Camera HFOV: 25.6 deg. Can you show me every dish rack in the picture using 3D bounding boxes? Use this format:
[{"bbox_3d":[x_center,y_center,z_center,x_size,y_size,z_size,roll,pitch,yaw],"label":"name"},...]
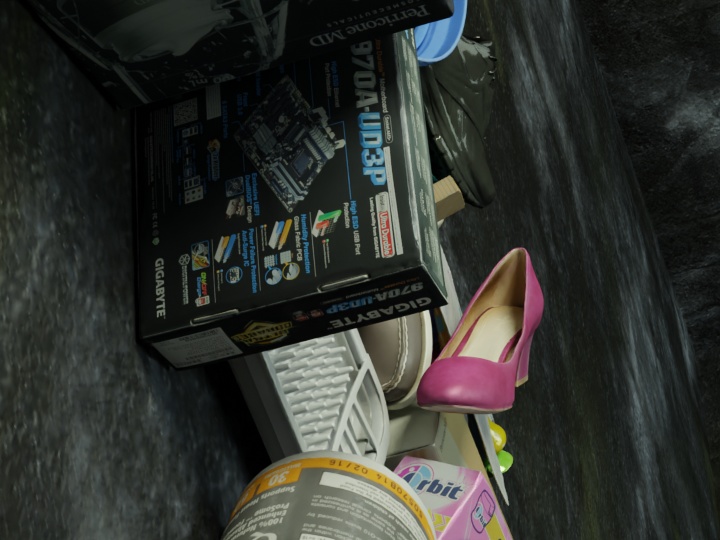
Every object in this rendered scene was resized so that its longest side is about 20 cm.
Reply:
[{"bbox_3d":[-0.041,0.056,0.970,0.172,0.043,0.201,-68,141,-63],"label":"dish rack"}]

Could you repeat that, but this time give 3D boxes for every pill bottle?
[{"bbox_3d":[-0.029,0.183,0.769,0.200,0.115,0.117,-68,140,-65],"label":"pill bottle"}]

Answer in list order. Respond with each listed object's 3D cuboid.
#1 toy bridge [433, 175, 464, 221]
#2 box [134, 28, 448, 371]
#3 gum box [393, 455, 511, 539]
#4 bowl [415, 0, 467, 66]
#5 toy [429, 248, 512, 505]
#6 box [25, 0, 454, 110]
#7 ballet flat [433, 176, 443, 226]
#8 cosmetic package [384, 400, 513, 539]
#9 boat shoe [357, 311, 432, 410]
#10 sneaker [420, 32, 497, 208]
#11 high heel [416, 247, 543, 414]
[{"bbox_3d":[0.008,-0.106,1.209,0.201,0.067,0.027,61,-2,32],"label":"toy bridge"},{"bbox_3d":[-0.043,-0.060,0.857,0.046,0.158,0.201,52,28,-57],"label":"box"},{"bbox_3d":[0.057,0.234,1.023,0.114,0.066,0.201,-50,131,-34],"label":"gum box"},{"bbox_3d":[0.012,-0.242,1.138,0.200,0.039,0.202,29,55,-52],"label":"bowl"},{"bbox_3d":[0.064,0.071,1.196,0.115,0.047,0.201,-89,159,-65],"label":"toy"},{"bbox_3d":[-0.078,-0.203,0.787,0.197,0.198,0.125,50,32,-55],"label":"box"},{"bbox_3d":[0.038,-0.034,1.285,0.200,0.067,0.063,-42,141,-70],"label":"ballet flat"},{"bbox_3d":[0.057,0.181,1.140,0.105,0.071,0.201,-78,150,-58],"label":"cosmetic package"},{"bbox_3d":[0.000,0.000,1.114,0.059,0.071,0.201,38,37,-55],"label":"boat shoe"},{"bbox_3d":[0.077,-0.140,1.270,0.076,0.090,0.201,43,-19,57],"label":"sneaker"},{"bbox_3d":[0.085,0.040,1.079,0.200,0.067,0.097,-13,106,-65],"label":"high heel"}]
